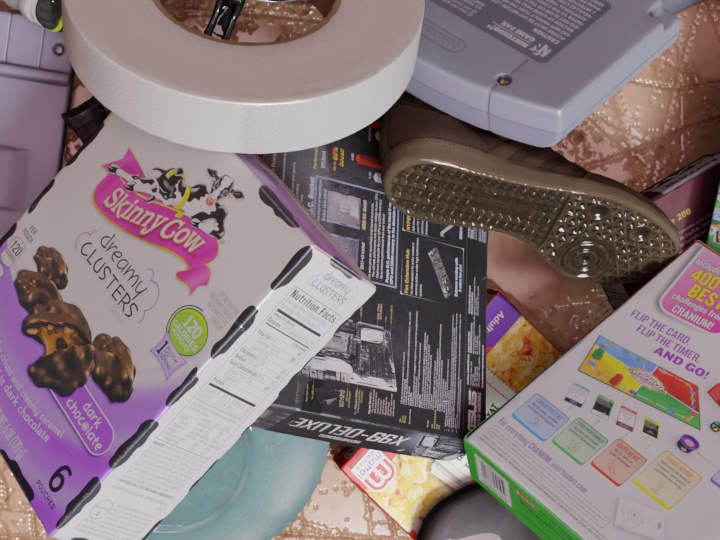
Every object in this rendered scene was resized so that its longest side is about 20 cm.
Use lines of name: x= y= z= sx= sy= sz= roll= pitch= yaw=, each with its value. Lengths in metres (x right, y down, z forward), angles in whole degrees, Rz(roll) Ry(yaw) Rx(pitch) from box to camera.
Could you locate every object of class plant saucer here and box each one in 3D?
plant saucer: x=-0.116 y=0.103 z=0.849 sx=0.198 sy=0.039 sz=0.204 roll=-1 pitch=112 yaw=-1

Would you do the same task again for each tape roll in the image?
tape roll: x=-0.065 y=-0.144 z=0.769 sx=0.200 sy=0.037 sz=0.205 roll=4 pitch=48 yaw=-4

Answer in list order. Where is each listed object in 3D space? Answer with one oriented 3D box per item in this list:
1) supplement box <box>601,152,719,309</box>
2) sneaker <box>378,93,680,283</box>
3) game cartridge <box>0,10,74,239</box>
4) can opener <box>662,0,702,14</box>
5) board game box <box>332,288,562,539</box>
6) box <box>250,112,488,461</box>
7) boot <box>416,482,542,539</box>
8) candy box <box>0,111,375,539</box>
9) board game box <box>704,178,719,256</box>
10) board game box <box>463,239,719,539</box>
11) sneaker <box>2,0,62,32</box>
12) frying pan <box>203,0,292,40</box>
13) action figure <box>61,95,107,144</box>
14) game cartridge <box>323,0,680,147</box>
supplement box: x=0.235 y=0.037 z=0.918 sx=0.108 sy=0.061 sz=0.202 roll=-28 pitch=96 yaw=-6
sneaker: x=0.103 y=-0.056 z=0.837 sx=0.198 sy=0.071 sz=0.076 roll=18 pitch=45 yaw=-22
game cartridge: x=-0.249 y=-0.061 z=0.862 sx=0.128 sy=0.038 sz=0.203 roll=8 pitch=91 yaw=-12
can opener: x=0.148 y=-0.163 z=0.901 sx=0.198 sy=0.066 sz=0.053 roll=-26 pitch=97 yaw=-12
board game box: x=0.104 y=0.136 z=0.910 sx=0.200 sy=0.046 sz=0.152 roll=43 pitch=86 yaw=-7
box: x=0.000 y=0.000 z=0.834 sx=0.156 sy=0.050 sz=0.203 roll=12 pitch=68 yaw=-25
boot: x=0.137 y=0.165 z=0.825 sx=0.197 sy=0.132 sz=0.071 roll=-6 pitch=94 yaw=-7
candy box: x=-0.117 y=0.019 z=0.757 sx=0.200 sy=0.071 sz=0.168 roll=-47 pitch=55 yaw=6
board game box: x=0.308 y=-0.053 z=0.811 sx=0.198 sy=0.029 sz=0.137 roll=17 pitch=102 yaw=31
board game box: x=0.181 y=0.088 z=0.792 sx=0.199 sy=0.153 sz=0.041 roll=-37 pitch=141 yaw=-19
sneaker: x=-0.164 y=-0.246 z=0.848 sx=0.076 sy=0.075 sz=0.202 roll=26 pitch=79 yaw=14
frying pan: x=-0.081 y=-0.197 z=0.860 sx=0.115 sy=0.031 sz=0.190 roll=43 pitch=69 yaw=1
action figure: x=-0.104 y=-0.023 z=0.868 sx=0.129 sy=0.069 sz=0.202 roll=-28 pitch=99 yaw=-13
game cartridge: x=0.070 y=-0.151 z=0.831 sx=0.133 sy=0.041 sz=0.199 roll=-37 pitch=56 yaw=-28
